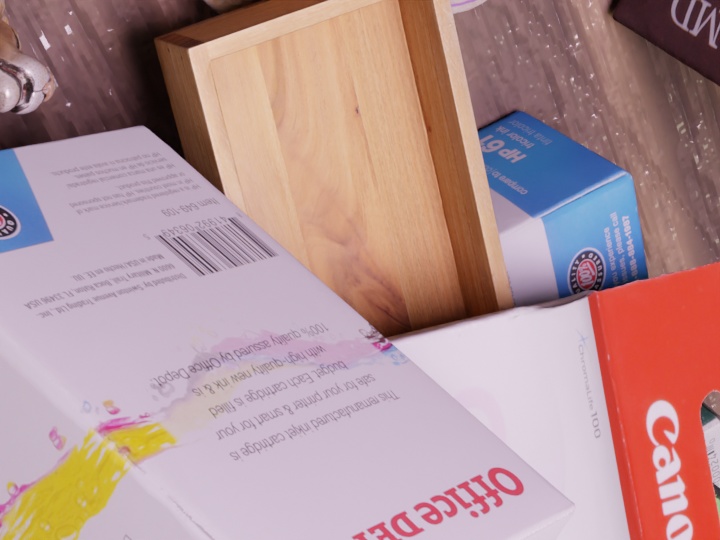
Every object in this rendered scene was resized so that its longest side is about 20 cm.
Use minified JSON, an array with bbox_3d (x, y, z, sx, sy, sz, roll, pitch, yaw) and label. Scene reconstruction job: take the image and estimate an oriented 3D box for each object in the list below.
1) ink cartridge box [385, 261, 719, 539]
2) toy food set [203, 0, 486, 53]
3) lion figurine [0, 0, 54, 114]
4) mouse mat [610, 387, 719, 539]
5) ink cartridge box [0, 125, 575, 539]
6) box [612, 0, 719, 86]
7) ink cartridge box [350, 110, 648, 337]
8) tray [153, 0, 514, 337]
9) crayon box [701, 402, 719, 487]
[{"bbox_3d":[0.080,0.090,0.791,0.198,0.057,0.164,-12,93,-23],"label":"ink cartridge box"},{"bbox_3d":[0.014,-0.166,0.794,0.199,0.049,0.199,-37,132,-10],"label":"toy food set"},{"bbox_3d":[-0.180,-0.005,0.744,0.072,0.123,0.200,33,116,-9],"label":"lion figurine"},{"bbox_3d":[0.079,0.156,0.820,0.161,0.008,0.201,42,68,-22],"label":"mouse mat"},{"bbox_3d":[-0.070,0.079,0.683,0.146,0.200,0.147,-16,141,-56],"label":"ink cartridge box"},{"bbox_3d":[0.234,-0.152,0.872,0.163,0.166,0.202,4,115,-36],"label":"box"},{"bbox_3d":[0.017,0.047,0.896,0.199,0.085,0.146,-28,125,-21],"label":"ink cartridge box"},{"bbox_3d":[0.000,0.000,0.795,0.098,0.037,0.202,-21,111,-22],"label":"tray"},{"bbox_3d":[0.081,0.148,1.030,0.199,0.051,0.128,-28,130,-18],"label":"crayon box"}]
